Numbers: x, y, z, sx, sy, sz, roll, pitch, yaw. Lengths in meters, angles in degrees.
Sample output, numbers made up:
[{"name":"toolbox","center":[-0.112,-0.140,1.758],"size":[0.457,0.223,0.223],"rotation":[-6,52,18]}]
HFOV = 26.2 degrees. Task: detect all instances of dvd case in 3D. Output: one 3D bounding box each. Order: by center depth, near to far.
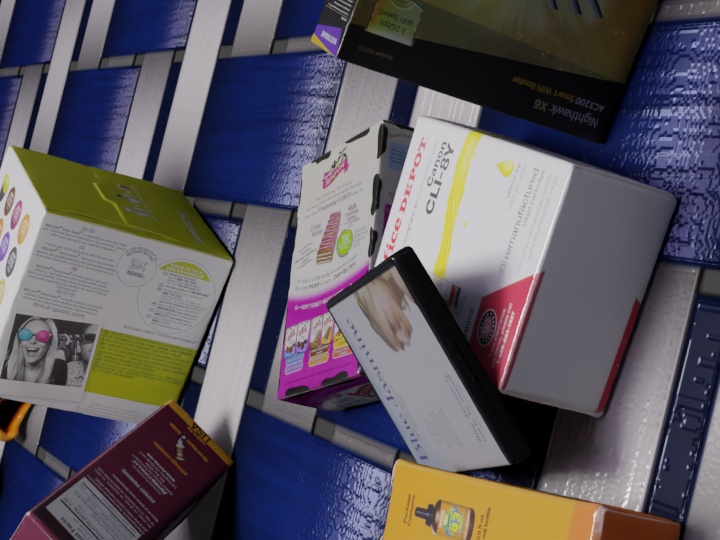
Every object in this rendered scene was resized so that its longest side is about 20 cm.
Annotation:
[{"name":"dvd case","center":[0.037,0.065,0.995],"size":[0.143,0.018,0.200],"rotation":[59,165,2]}]

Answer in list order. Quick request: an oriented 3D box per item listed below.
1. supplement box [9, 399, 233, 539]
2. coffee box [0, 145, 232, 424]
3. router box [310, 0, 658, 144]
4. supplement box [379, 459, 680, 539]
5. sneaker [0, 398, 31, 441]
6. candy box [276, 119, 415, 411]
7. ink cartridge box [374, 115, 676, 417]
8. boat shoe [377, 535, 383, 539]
[{"name":"supplement box","center":[-0.217,0.215,1.356],"size":[0.200,0.086,0.110],"rotation":[-39,-8,-49]},{"name":"coffee box","center":[-0.274,0.015,1.555],"size":[0.198,0.200,0.200],"rotation":[-67,29,14]},{"name":"router box","center":[0.089,-0.182,0.965],"size":[0.052,0.200,0.157],"rotation":[44,117,61]},{"name":"supplement box","center":[0.093,0.160,0.918],"size":[0.200,0.069,0.067],"rotation":[4,81,55]},{"name":"sneaker","center":[-0.432,0.125,1.952],"size":[0.077,0.078,0.200],"rotation":[41,117,46]},{"name":"candy box","center":[0.000,0.000,1.197],"size":[0.136,0.061,0.200],"rotation":[-22,59,58]},{"name":"ink cartridge box","center":[0.094,-0.010,0.999],"size":[0.200,0.083,0.145],"rotation":[30,105,62]},{"name":"boat shoe","center":[0.053,0.231,1.002],"size":[0.068,0.072,0.200],"rotation":[-33,25,-1]}]
